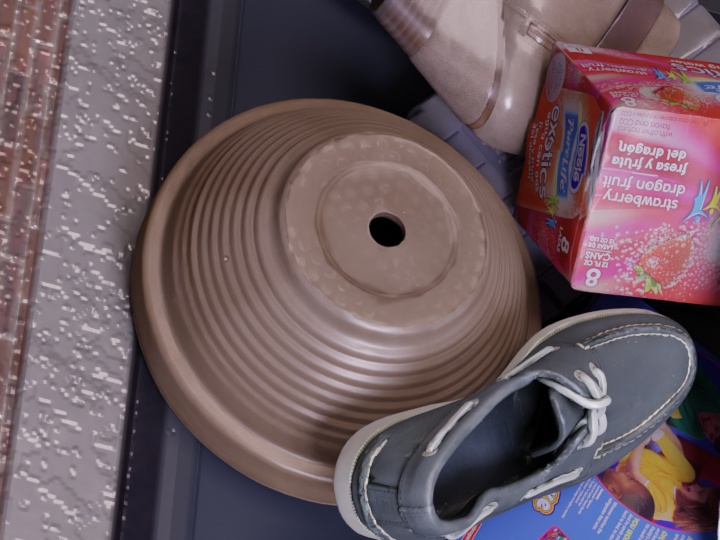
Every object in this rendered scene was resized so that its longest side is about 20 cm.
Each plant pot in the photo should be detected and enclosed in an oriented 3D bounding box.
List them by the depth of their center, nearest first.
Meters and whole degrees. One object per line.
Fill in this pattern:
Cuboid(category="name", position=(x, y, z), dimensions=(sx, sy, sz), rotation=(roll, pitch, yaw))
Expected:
Cuboid(category="plant pot", position=(0.000, 0.000, 1.347), dimensions=(0.200, 0.093, 0.202), rotation=(8, 64, -17))

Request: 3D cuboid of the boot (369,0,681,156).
Cuboid(category="boot", position=(0.098, -0.155, 1.441), dimensions=(0.146, 0.070, 0.201), rotation=(30, 83, -18))

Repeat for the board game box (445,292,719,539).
Cuboid(category="board game box", position=(0.123, 0.116, 1.383), dimensions=(0.134, 0.045, 0.200), rotation=(37, 52, -2))

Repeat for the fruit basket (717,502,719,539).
Cuboid(category="fruit basket", position=(0.255, 0.051, 1.345), dimensions=(0.184, 0.201, 0.094), rotation=(-2, 19, -23))

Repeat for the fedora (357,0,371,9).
Cuboid(category="fedora", position=(0.058, -0.207, 1.522), dimensions=(0.199, 0.090, 0.177), rotation=(27, 53, -9))

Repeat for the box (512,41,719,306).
Cuboid(category="box", position=(0.186, -0.041, 1.396), dimensions=(0.199, 0.096, 0.100), rotation=(6, 20, -18))

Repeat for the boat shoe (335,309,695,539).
Cuboid(category="boat shoe", position=(0.084, 0.072, 1.301), dimensions=(0.199, 0.062, 0.073), rotation=(-21, 103, -31))

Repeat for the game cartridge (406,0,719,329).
Cuboid(category="game cartridge", position=(0.114, -0.067, 1.480), dimensions=(0.200, 0.038, 0.130), rotation=(-36, 76, -24))
